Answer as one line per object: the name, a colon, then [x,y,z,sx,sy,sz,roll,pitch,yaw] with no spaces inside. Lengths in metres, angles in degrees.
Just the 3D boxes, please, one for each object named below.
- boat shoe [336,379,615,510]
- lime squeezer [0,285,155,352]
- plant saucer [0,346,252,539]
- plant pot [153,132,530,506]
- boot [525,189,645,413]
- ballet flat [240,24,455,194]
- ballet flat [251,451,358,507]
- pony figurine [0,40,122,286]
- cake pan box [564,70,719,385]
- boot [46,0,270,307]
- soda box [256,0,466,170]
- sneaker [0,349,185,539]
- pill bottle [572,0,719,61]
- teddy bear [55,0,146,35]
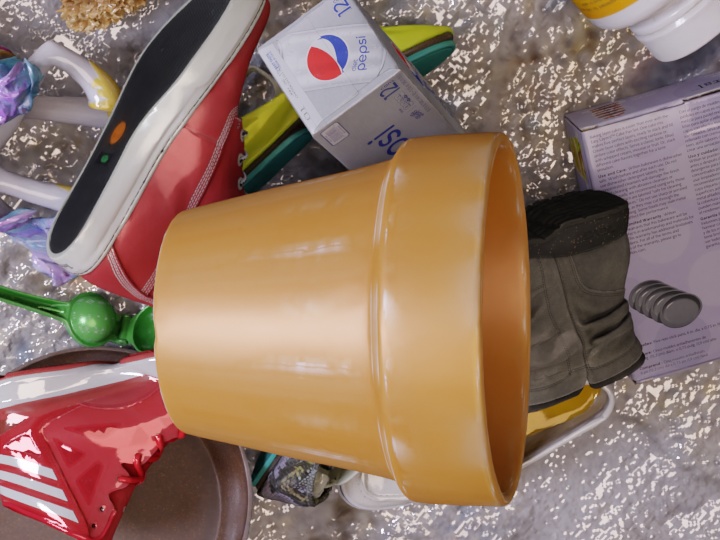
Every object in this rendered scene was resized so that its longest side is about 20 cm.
boat shoe: [0.078,0.113,1.287,0.199,0.070,0.071,-21,109,0]
lime squeezer: [-0.156,0.033,1.231,0.199,0.071,0.038,9,87,2]
plant saucer: [-0.170,0.149,1.239,0.200,0.035,0.201,3,69,-8]
plant pot: [-0.009,0.027,1.057,0.183,0.200,0.201,-1,109,12]
boot: [0.089,0.034,1.205,0.199,0.068,0.131,-13,110,-18]
ballet flat: [-0.037,-0.111,1.209,0.200,0.067,0.067,-35,80,5]
ballet flat: [-0.015,0.091,1.229,0.072,0.072,0.200,11,143,-11]
pony figurine: [-0.241,-0.071,1.156,0.200,0.166,0.194,24,87,-23]
cake pan box: [0.250,-0.040,1.273,0.199,0.052,0.185,-17,111,-2]
boot: [-0.079,-0.062,1.150,0.144,0.072,0.200,30,88,-29]
soda box: [0.014,-0.090,1.141,0.063,0.200,0.068,-36,66,7]
sneaker: [-0.134,0.112,1.211,0.199,0.078,0.116,-9,80,2]
pill bottle: [0.148,-0.224,1.169,0.109,0.109,0.200,-42,108,7]
teddy bear: [-0.154,-0.213,1.163,0.199,0.067,0.145,-11,100,2]
